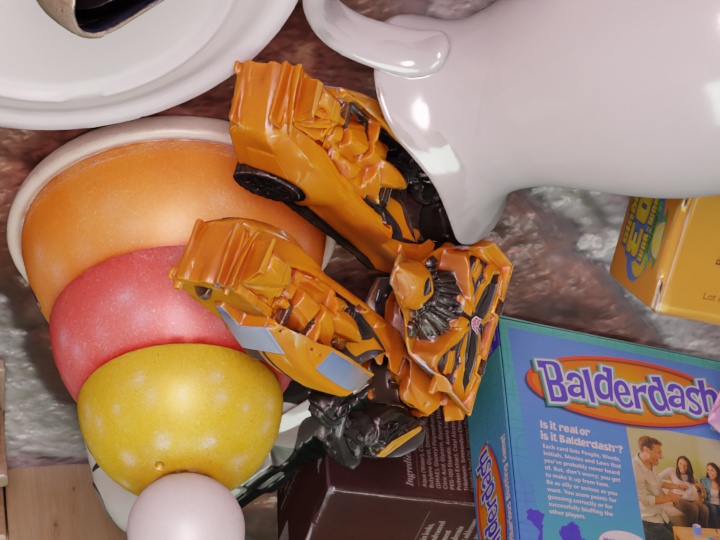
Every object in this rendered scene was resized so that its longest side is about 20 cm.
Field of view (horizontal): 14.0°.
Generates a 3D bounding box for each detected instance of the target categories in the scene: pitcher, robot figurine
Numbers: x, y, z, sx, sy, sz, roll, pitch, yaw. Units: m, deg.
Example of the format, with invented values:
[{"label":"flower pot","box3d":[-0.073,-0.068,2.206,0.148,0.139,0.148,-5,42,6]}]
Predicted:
[{"label":"pitcher","box3d":[0.093,-0.094,1.148,0.200,0.121,0.172,-15,145,31]},{"label":"robot figurine","box3d":[0.000,0.000,1.228,0.058,0.145,0.200,6,161,35]}]

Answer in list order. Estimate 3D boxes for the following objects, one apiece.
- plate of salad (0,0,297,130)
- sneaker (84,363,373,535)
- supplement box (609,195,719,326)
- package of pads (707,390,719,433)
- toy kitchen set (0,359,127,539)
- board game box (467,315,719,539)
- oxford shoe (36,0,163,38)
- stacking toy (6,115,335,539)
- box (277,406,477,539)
[{"label":"plate of salad","box3d":[-0.118,-0.131,1.133,0.200,0.048,0.200,-4,138,-4]},{"label":"sneaker","box3d":[-0.041,0.049,1.363,0.200,0.089,0.074,-33,166,-1]},{"label":"supplement box","box3d":[0.215,-0.002,1.306,0.200,0.069,0.067,12,103,-21]},{"label":"package of pads","box3d":[0.272,0.092,1.382,0.200,0.120,0.076,24,95,-41]},{"label":"toy kitchen set","box3d":[-0.190,0.162,1.403,0.200,0.181,0.163,-2,142,-9]},{"label":"board game box","box3d":[0.130,0.125,1.369,0.152,0.200,0.045,12,141,-18]},{"label":"oxford shoe","box3d":[-0.037,-0.155,1.045,0.200,0.075,0.070,-45,125,8]},{"label":"stacking toy","box3d":[-0.079,0.047,1.246,0.146,0.200,0.146,-2,142,-2]},{"label":"box","box3d":[0.065,0.116,1.457,0.200,0.075,0.100,6,143,-15]}]
